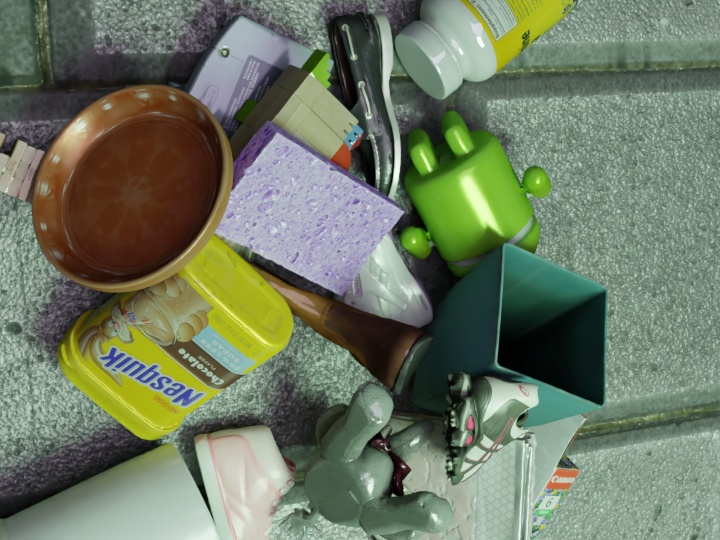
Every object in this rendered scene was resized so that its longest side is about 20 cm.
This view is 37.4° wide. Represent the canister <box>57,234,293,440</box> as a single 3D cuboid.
[{"bbox_3d":[-0.181,0.065,1.044,0.200,0.087,0.148,-35,112,31],"label":"canister"}]

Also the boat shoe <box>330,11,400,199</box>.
[{"bbox_3d":[0.004,-0.174,1.139,0.060,0.074,0.202,-7,98,-19],"label":"boat shoe"}]

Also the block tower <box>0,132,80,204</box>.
[{"bbox_3d":[-0.352,-0.107,1.027,0.199,0.058,0.054,24,89,-21],"label":"block tower"}]

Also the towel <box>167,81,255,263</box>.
[{"bbox_3d":[-0.162,-0.079,1.121,0.146,0.022,0.202,17,93,-22],"label":"towel"}]

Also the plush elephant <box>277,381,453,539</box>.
[{"bbox_3d":[0.017,0.211,1.146,0.200,0.155,0.165,-38,86,31],"label":"plush elephant"}]

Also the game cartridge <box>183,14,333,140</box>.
[{"bbox_3d":[-0.122,-0.150,1.092,0.132,0.042,0.201,22,93,-19],"label":"game cartridge"}]

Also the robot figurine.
[{"bbox_3d":[0.124,-0.073,1.178,0.174,0.116,0.201,-27,110,10],"label":"robot figurine"}]

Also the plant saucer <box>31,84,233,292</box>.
[{"bbox_3d":[-0.208,-0.075,0.978,0.201,0.200,0.032,-52,153,-5],"label":"plant saucer"}]

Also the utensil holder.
[{"bbox_3d":[-0.249,0.287,1.072,0.199,0.170,0.171,-25,107,-16],"label":"utensil holder"}]

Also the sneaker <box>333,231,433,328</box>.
[{"bbox_3d":[0.000,0.000,1.166,0.099,0.075,0.201,-36,108,-8],"label":"sneaker"}]

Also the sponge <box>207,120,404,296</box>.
[{"bbox_3d":[-0.052,-0.055,1.032,0.199,0.030,0.112,28,104,-46],"label":"sponge"}]

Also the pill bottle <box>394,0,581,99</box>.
[{"bbox_3d":[0.138,-0.278,1.151,0.200,0.112,0.113,-39,110,-10],"label":"pill bottle"}]

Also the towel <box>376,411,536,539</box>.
[{"bbox_3d":[0.103,0.269,1.205,0.032,0.190,0.202,-10,102,-61],"label":"towel"}]

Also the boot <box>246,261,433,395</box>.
[{"bbox_3d":[-0.029,0.040,1.073,0.199,0.188,0.069,33,91,-4],"label":"boot"}]

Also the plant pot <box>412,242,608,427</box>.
[{"bbox_3d":[0.148,0.091,1.162,0.141,0.200,0.142,22,58,-23],"label":"plant pot"}]

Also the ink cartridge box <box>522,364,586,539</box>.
[{"bbox_3d":[0.190,0.222,1.224,0.050,0.109,0.201,12,113,-40],"label":"ink cartridge box"}]

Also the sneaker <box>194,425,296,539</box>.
[{"bbox_3d":[-0.111,0.264,1.167,0.104,0.075,0.202,-14,100,-12],"label":"sneaker"}]

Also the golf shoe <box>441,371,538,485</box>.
[{"bbox_3d":[0.127,0.166,1.084,0.087,0.200,0.078,-4,63,-2],"label":"golf shoe"}]

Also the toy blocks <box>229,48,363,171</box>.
[{"bbox_3d":[-0.063,-0.101,1.066,0.137,0.100,0.200,40,87,-35],"label":"toy blocks"}]
